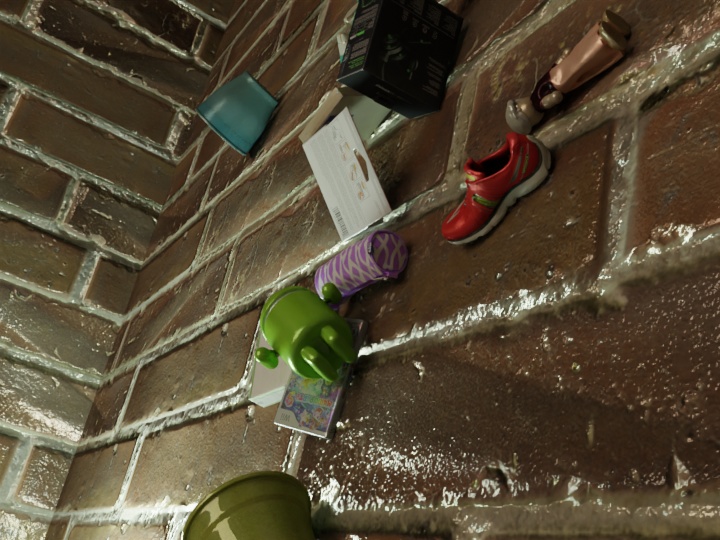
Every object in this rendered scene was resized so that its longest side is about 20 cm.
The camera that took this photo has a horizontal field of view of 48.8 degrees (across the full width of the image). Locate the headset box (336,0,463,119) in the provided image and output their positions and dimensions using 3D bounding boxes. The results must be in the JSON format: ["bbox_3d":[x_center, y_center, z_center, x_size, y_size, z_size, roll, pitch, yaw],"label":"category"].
[{"bbox_3d":[0.070,-0.387,1.410,0.093,0.174,0.201,-1,72,58],"label":"headset box"}]

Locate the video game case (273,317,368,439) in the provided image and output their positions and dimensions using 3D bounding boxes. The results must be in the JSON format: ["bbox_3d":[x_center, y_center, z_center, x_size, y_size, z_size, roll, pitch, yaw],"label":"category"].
[{"bbox_3d":[-0.068,0.174,1.339,0.143,0.018,0.201,2,70,47],"label":"video game case"}]

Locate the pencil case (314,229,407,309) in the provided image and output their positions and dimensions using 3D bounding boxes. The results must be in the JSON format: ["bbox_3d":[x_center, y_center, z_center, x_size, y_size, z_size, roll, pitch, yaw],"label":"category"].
[{"bbox_3d":[0.000,0.000,1.336,0.200,0.084,0.086,-30,65,54],"label":"pencil case"}]

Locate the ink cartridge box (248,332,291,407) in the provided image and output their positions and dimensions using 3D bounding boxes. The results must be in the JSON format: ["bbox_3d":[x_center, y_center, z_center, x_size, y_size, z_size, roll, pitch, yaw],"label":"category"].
[{"bbox_3d":[-0.118,0.156,1.465,0.200,0.048,0.146,-24,45,33],"label":"ink cartridge box"}]

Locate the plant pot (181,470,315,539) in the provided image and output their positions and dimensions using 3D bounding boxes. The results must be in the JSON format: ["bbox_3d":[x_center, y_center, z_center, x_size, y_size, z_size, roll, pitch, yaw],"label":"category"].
[{"bbox_3d":[-0.129,0.417,1.106,0.201,0.200,0.184,-60,36,12],"label":"plant pot"}]

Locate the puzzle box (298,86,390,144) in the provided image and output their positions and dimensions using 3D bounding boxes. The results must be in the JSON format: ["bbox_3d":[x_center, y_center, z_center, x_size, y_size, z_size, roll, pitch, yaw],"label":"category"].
[{"bbox_3d":[-0.016,-0.300,1.534,0.133,0.200,0.025,-46,73,34],"label":"puzzle box"}]

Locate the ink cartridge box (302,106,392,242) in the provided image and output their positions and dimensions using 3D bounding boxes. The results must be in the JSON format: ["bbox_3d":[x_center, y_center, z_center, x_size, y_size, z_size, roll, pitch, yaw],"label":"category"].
[{"bbox_3d":[-0.013,-0.170,1.415,0.176,0.045,0.200,-26,85,55],"label":"ink cartridge box"}]

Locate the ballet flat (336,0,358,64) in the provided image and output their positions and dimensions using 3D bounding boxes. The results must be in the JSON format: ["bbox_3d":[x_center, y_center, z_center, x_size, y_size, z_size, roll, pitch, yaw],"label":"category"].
[{"bbox_3d":[-0.018,-0.565,1.890,0.067,0.070,0.201,13,80,65],"label":"ballet flat"}]

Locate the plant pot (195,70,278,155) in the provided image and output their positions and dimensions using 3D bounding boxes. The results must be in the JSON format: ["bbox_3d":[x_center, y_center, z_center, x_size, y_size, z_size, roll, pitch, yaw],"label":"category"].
[{"bbox_3d":[-0.351,-0.478,2.354,0.188,0.200,0.200,-46,27,5],"label":"plant pot"}]

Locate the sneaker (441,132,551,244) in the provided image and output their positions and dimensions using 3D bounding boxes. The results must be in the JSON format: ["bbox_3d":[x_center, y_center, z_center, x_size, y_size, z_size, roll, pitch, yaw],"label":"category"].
[{"bbox_3d":[0.169,-0.118,1.093,0.200,0.085,0.077,-47,30,34],"label":"sneaker"}]

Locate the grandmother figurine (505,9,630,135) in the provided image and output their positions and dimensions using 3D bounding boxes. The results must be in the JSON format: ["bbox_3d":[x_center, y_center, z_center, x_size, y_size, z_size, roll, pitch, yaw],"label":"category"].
[{"bbox_3d":[0.267,-0.251,1.061,0.200,0.061,0.121,-43,6,45],"label":"grandmother figurine"}]

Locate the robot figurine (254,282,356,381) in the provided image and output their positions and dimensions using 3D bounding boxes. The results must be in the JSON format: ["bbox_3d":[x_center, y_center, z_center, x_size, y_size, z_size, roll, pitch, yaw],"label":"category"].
[{"bbox_3d":[-0.090,0.100,1.301,0.175,0.116,0.200,-46,40,-5],"label":"robot figurine"}]
